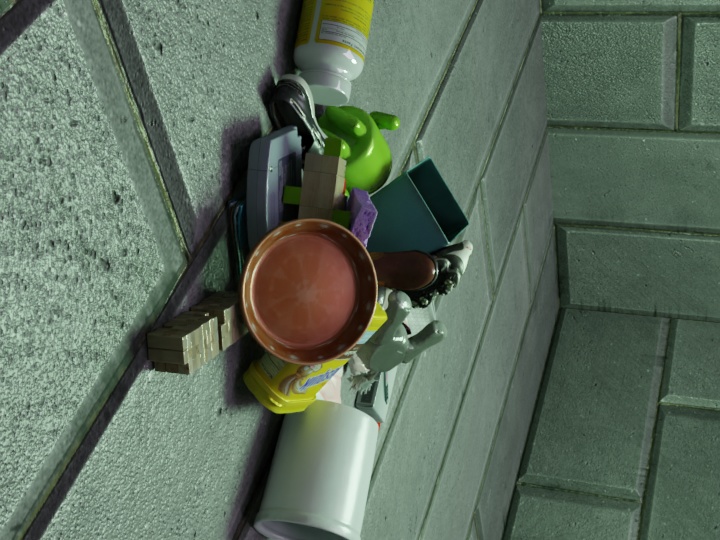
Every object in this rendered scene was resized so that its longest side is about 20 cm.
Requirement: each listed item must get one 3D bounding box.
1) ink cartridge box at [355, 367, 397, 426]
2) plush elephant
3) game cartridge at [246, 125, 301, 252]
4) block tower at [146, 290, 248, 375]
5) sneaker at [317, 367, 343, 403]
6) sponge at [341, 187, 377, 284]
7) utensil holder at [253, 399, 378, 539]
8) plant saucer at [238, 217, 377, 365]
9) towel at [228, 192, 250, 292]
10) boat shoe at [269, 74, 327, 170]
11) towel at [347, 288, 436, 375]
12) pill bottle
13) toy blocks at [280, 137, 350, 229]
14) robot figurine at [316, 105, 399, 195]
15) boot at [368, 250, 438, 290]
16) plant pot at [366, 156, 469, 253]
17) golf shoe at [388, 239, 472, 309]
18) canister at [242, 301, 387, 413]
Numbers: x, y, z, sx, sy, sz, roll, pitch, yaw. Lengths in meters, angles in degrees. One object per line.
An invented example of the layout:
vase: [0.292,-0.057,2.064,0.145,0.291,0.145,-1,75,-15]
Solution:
ink cartridge box: [0.052,0.214,2.172,0.174,0.043,0.201,58,41,-58]
plush elephant: [0.024,0.097,1.845,0.200,0.155,0.164,-49,136,14]
game cartridge: [-0.124,-0.101,1.547,0.133,0.041,0.202,-34,128,-61]
block tower: [-0.205,0.079,1.400,0.200,0.057,0.055,-35,126,-63]
sneaker: [-0.056,0.211,1.817,0.105,0.075,0.201,-65,149,-32]
sponge: [-0.010,-0.055,1.595,0.200,0.030,0.112,-104,-150,-77]
utensil holder: [-0.064,0.327,1.691,0.170,0.168,0.201,62,37,-57]
plant saucer: [-0.073,0.029,1.464,0.032,0.199,0.202,-173,-93,-68]
towel: [-0.149,-0.026,1.580,0.147,0.022,0.202,-45,136,-60]
boat shoe: [-0.088,-0.202,1.634,0.061,0.073,0.201,-66,150,-42]
towel: [0.049,0.084,1.962,0.032,0.190,0.201,51,-20,52]
pill bottle: [-0.043,-0.366,1.660,0.112,0.111,0.202,38,60,-67]
toy blocks: [-0.055,-0.092,1.588,0.137,0.099,0.202,-15,112,-83]
robot figurine: [-0.014,-0.198,1.778,0.176,0.115,0.200,-57,156,-8]
boot: [0.000,0.000,1.684,0.199,0.187,0.069,-6,105,-51]
plant pot: [0.059,-0.077,1.866,0.142,0.199,0.141,58,25,-3]
golf shoe: [0.123,0.008,1.842,0.077,0.200,0.088,49,57,-12]
canister: [-0.065,0.114,1.595,0.200,0.087,0.148,-47,161,12]
